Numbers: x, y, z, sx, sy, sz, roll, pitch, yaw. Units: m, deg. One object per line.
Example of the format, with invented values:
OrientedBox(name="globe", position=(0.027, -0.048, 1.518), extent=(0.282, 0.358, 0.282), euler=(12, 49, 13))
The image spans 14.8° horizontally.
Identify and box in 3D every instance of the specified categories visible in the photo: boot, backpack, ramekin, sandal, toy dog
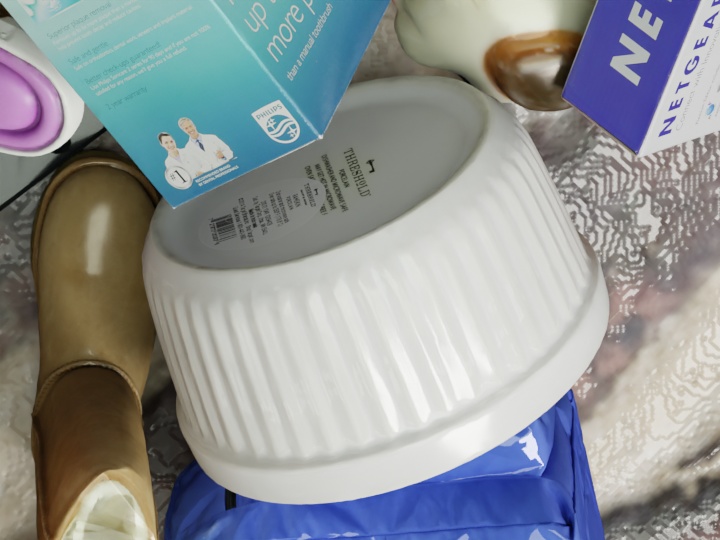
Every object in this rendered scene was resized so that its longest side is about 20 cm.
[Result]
OrientedBox(name="boot", position=(-0.113, 0.059, 1.218), extent=(0.066, 0.200, 0.176), euler=(0, 110, -7))
OrientedBox(name="backpack", position=(0.007, 0.118, 1.285), extent=(0.199, 0.163, 0.169), euler=(-11, 106, 9))
OrientedBox(name="ramekin", position=(0.000, 0.000, 1.199), extent=(0.199, 0.200, 0.105), euler=(-22, 117, 0))
OrientedBox(name="sandal", position=(-0.214, -0.090, 1.148), extent=(0.201, 0.050, 0.083), euler=(12, 130, 13))
OrientedBox(name="toy dog", position=(0.065, -0.171, 1.204), extent=(0.193, 0.140, 0.201), euler=(-5, 121, -6))

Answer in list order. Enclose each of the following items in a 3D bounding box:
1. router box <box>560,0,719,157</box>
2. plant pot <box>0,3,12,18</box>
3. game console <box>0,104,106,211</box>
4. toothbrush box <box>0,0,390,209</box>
OrientedBox(name="router box", position=(0.187, -0.159, 1.178), extent=(0.179, 0.049, 0.201), euler=(-20, 140, -43))
OrientedBox(name="plant pot", position=(-0.229, -0.129, 1.175), extent=(0.199, 0.028, 0.201), euler=(11, 130, 13))
OrientedBox(name="game console", position=(-0.173, -0.118, 1.190), extent=(0.170, 0.118, 0.200), euler=(-36, 110, 5))
OrientedBox(name="toothbrush box", position=(-0.082, -0.151, 1.078), extent=(0.085, 0.147, 0.200), euler=(-24, 115, 35))
